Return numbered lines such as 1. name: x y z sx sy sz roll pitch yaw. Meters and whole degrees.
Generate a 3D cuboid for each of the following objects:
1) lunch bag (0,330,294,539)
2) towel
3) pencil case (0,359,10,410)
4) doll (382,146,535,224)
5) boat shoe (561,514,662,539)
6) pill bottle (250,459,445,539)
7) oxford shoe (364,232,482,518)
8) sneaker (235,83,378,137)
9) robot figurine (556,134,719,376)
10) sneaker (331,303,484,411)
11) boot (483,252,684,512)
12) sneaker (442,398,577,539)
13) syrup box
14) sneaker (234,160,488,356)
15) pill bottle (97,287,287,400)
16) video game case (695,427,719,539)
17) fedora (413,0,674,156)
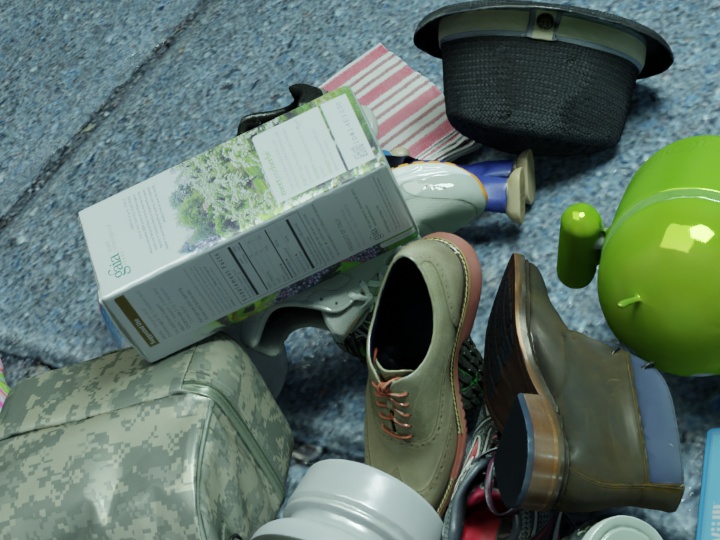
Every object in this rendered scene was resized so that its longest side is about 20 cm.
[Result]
1. lunch bag: -0.156 0.153 0.967 0.199 0.140 0.168 -14 34 18
2. towel: 0.003 -0.114 1.262 0.146 0.030 0.200 -36 37 -4
3. pencil case: -0.300 0.133 1.129 0.087 0.088 0.200 -31 38 -2
4. doll: 0.028 -0.062 1.122 0.199 0.049 0.137 0 24 17
5. boat shoe: 0.107 0.227 0.784 0.200 0.075 0.060 -59 6 -19
6. pill bottle: -0.034 0.216 0.841 0.113 0.114 0.200 3 48 35
7. oxford shoe: 0.024 0.077 0.909 0.070 0.201 0.075 8 9 28
8. sneaker: -0.082 -0.080 1.200 0.200 0.087 0.074 -40 39 18
9. robot figurine: 0.211 -0.011 0.911 0.175 0.116 0.200 15 29 12
10. sneaker: 0.030 0.048 1.033 0.085 0.078 0.200 -35 29 4
11. boot: 0.128 0.069 0.865 0.096 0.075 0.200 10 40 -8
12. sneaker: 0.097 0.123 0.893 0.080 0.075 0.200 -11 41 23
13. syrup box: -0.073 -0.029 0.945 0.199 0.082 0.079 -26 51 3
14. sneaker: 0.000 0.000 1.001 0.199 0.076 0.092 -24 56 9
15. pill bottle: -0.138 0.032 1.119 0.109 0.109 0.200 -33 38 -5
16. video game case: 0.283 0.140 0.799 0.199 0.018 0.143 -7 44 27
17. fedora: 0.136 -0.139 1.123 0.200 0.200 0.092 3 82 35
